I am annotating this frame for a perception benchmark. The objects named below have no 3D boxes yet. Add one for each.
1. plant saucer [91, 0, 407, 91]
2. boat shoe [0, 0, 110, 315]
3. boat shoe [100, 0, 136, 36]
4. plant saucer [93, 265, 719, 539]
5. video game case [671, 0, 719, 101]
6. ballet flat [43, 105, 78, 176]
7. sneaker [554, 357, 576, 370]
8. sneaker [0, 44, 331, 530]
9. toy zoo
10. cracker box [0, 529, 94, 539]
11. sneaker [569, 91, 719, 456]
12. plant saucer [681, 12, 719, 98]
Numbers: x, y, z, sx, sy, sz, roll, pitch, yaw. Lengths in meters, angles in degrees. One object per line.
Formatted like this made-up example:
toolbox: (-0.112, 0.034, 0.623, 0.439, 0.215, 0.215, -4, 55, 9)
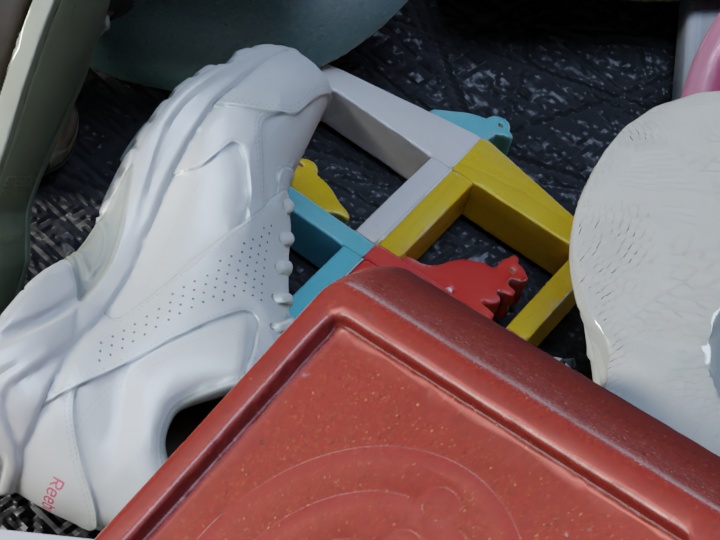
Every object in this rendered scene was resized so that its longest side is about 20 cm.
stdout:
plant saucer: (-0.058, -0.167, 0.996, 0.201, 0.039, 0.201, 0, 88, 4)
boat shoe: (-0.128, -0.055, 0.882, 0.061, 0.072, 0.201, 18, 90, 9)
boat shoe: (-0.106, -0.114, 0.947, 0.200, 0.071, 0.072, 3, 21, -5)
plant saucer: (-0.003, 0.097, 0.684, 0.200, 0.037, 0.200, -48, 46, -11)
video game case: (0.207, -0.024, 1.049, 0.182, 0.023, 0.200, 14, 47, -4)
ballet flat: (-0.196, -0.081, 0.958, 0.200, 0.046, 0.067, 19, 48, 0)
sneaker: (0.022, 0.064, 0.833, 0.079, 0.200, 0.074, 0, 89, 18)
sneaker: (-0.051, 0.012, 0.885, 0.099, 0.078, 0.200, 31, 59, 3)
toy zoo: (0.000, 0.000, 0.965, 0.131, 0.020, 0.200, 34, 49, 14)
cracker box: (-0.109, 0.143, 0.782, 0.200, 0.058, 0.134, 7, 49, -12)
sneaker: (0.111, 0.036, 0.920, 0.075, 0.089, 0.200, 0, 59, 16)
plant saucer: (0.215, -0.063, 0.978, 0.200, 0.051, 0.201, -20, 43, 20)
